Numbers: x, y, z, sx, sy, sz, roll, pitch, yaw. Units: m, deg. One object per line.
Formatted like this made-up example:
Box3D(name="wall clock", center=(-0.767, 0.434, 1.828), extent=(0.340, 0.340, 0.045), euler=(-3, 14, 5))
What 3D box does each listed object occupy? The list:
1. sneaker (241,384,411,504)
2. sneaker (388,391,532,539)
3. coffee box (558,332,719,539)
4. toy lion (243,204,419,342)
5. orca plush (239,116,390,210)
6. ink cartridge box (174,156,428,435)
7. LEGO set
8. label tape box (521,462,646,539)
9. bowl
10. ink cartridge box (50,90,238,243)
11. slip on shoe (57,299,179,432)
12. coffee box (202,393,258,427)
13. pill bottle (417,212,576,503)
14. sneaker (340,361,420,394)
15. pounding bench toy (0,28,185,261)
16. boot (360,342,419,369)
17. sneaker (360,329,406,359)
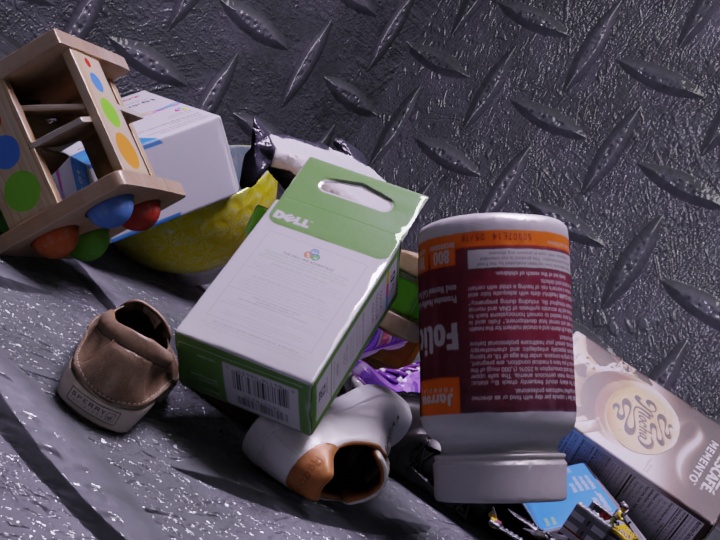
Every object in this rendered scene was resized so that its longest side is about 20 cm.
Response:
Box3D(name="sneaker", center=(-0.004, 0.139, 0.830), extent=(0.085, 0.073, 0.200), euler=(38, 18, 25))
Box3D(name="sneaker", center=(0.084, 0.176, 0.988), extent=(0.199, 0.076, 0.091), euler=(29, 12, -18))
Box3D(name="coffee box", center=(0.250, 0.164, 1.044), extent=(0.200, 0.080, 0.113), euler=(34, 46, 16))
Box3D(name="toy lion", center=(0.000, 0.000, 0.964), extent=(0.191, 0.069, 0.200), euler=(26, 2, 27))
Box3D(name="orca plush", center=(-0.041, -0.060, 0.965), extent=(0.200, 0.071, 0.106), euler=(5, 55, -55))
Box3D(name="ink cartridge box", center=(-0.037, 0.012, 0.798), extent=(0.103, 0.200, 0.060), euler=(19, -41, 16))
Box3D(name="LEGO set", center=(0.170, 0.225, 0.751), extent=(0.154, 0.116, 0.200), euler=(36, 6, 34))
Box3D(name="label tape box", center=(0.198, 0.223, 0.927), extent=(0.200, 0.066, 0.143), euler=(54, 4, -5))
Box3D(name="bowl", center=(-0.175, -0.049, 1.193), extent=(0.200, 0.199, 0.108), euler=(-139, -148, -61))
Box3D(name="ink cartridge box", center=(-0.235, -0.111, 1.122), extent=(0.200, 0.144, 0.085), euler=(24, -48, 54))
Box3D(name="slip on shoe", center=(-0.154, 0.050, 0.754), extent=(0.076, 0.061, 0.200), euler=(32, 5, -4))
Box3D(name="coffee box", center=(-0.060, 0.061, 0.944), extent=(0.080, 0.113, 0.200), euler=(33, 6, 15))
Box3D(name="pill bottle", center=(0.099, 0.066, 0.815), extent=(0.113, 0.201, 0.114), euler=(-1, -10, 0))
Box3D(name="sneaker", center=(0.045, 0.118, 1.136), extent=(0.081, 0.084, 0.200), euler=(36, 7, 38))
Box3D(name="pounding bench toy", center=(-0.277, -0.076, 0.942), extent=(0.157, 0.199, 0.124), euler=(65, 13, 7))
Box3D(name="boot", center=(-0.010, 0.042, 1.258), extent=(0.201, 0.144, 0.071), euler=(35, 5, 27))
Box3D(name="sneaker", center=(0.016, 0.047, 1.141), extent=(0.081, 0.199, 0.083), euler=(54, -26, 10))
